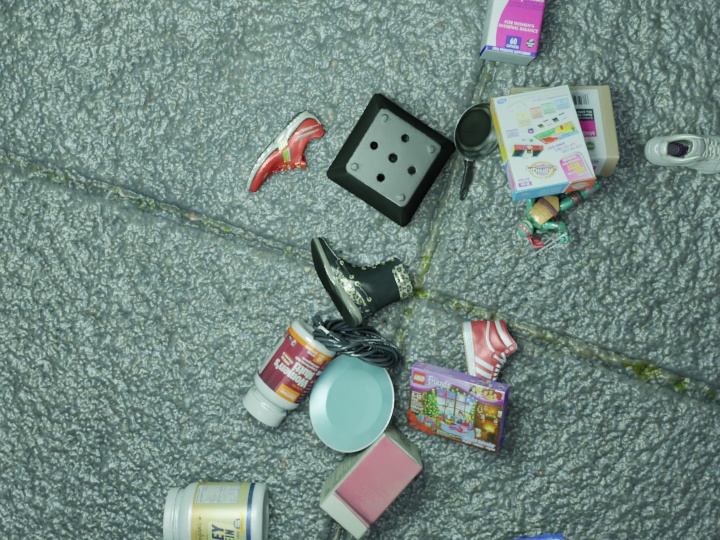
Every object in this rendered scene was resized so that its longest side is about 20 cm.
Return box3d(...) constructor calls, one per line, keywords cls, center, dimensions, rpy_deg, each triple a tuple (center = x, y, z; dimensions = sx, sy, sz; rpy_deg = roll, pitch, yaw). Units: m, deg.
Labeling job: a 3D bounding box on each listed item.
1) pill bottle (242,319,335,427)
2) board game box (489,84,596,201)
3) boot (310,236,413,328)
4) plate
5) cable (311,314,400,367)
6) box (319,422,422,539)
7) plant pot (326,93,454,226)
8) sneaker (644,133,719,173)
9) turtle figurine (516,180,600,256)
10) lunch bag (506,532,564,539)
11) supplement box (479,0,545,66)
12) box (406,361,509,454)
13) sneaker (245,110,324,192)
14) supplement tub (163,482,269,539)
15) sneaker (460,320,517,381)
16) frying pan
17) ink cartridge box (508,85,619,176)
box3d(cls="pill bottle", center=(-0.146, 0.210, 1.676), dimensions=(0.109, 0.110, 0.201), rpy_deg=(36, 95, -3))
box3d(cls="board game box", center=(0.335, -0.238, 1.537), dimensions=(0.151, 0.040, 0.202), rpy_deg=(-9, 70, -1))
box3d(cls="boot", center=(0.000, 0.001, 1.676), dimensions=(0.152, 0.074, 0.205), rpy_deg=(-23, 69, -19))
box3d(cls="plate", center=(-0.016, 0.268, 1.682), dimensions=(0.198, 0.026, 0.203), rpy_deg=(-10, 69, 27))
box3d(cls="cable", center=(-0.001, 0.141, 1.635), dimensions=(0.198, 0.163, 0.051), rpy_deg=(21, 96, -20))
box3d(cls="box", center=(0.022, 0.420, 1.687), dimensions=(0.109, 0.128, 0.200), rpy_deg=(41, 95, -3))
box3d(cls="plant pot", center=(0.060, -0.216, 1.597), dimensions=(0.199, 0.177, 0.201), rpy_deg=(33, 95, -2))
box3d(cls="sneaker", center=(0.669, -0.230, 1.628), dimensions=(0.197, 0.100, 0.076), rpy_deg=(0, 94, -1))
box3d(cls="turtle figurine", center=(0.370, -0.126, 1.640), dimensions=(0.200, 0.101, 0.150), rpy_deg=(-44, 85, -6))
box3d(cls="lunch bag", center=(0.343, 0.642, 1.709), dimensions=(0.168, 0.128, 0.202), rpy_deg=(-8, 105, 2))
box3d(cls="supplement box", center=(0.299, -0.512, 1.602), dimensions=(0.100, 0.103, 0.203), rpy_deg=(8, 94, 1))
box3d(cls="box", center=(0.193, 0.274, 1.663), dimensions=(0.198, 0.039, 0.139), rpy_deg=(12, 110, 24))
box3d(cls="sneaker", center=(-0.149, -0.225, 1.650), dimensions=(0.085, 0.077, 0.200), rpy_deg=(42, 95, -9))
box3d(cls="supplement tub", center=(-0.291, 0.507, 1.691), dimensions=(0.197, 0.144, 0.146), rpy_deg=(0, 96, 1))
box3d(cls="sneaker", center=(0.273, 0.199, 1.691), dimensions=(0.111, 0.071, 0.203), rpy_deg=(-9, 94, 5))
box3d(cls="frying pan", center=(0.237, -0.245, 1.661), dimensions=(0.114, 0.031, 0.192), rpy_deg=(-19, 123, -17))
box3d(cls="ink cartridge box", center=(0.389, -0.270, 1.609), dimensions=(0.197, 0.075, 0.167), rpy_deg=(-2, 68, 0))
